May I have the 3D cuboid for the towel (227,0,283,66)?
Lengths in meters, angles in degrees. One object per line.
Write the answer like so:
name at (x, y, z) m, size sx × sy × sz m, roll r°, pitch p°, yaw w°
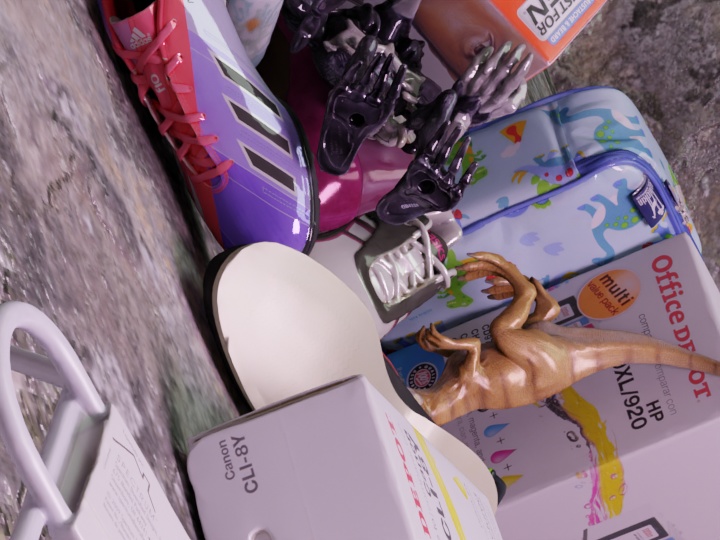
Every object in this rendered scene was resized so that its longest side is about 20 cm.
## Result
towel at (-0.079, -0.221, 1.289) m, size 0.171 × 0.048 × 0.200 m, roll 108°, pitch -37°, yaw -55°

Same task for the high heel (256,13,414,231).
high heel at (-0.054, -0.094, 1.363) m, size 0.200 × 0.096 × 0.068 m, roll 46°, pitch -48°, yaw 39°

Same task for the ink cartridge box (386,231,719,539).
ink cartridge box at (0.132, 0.105, 1.479) m, size 0.148 × 0.199 × 0.145 m, roll -102°, pitch 166°, yaw -47°

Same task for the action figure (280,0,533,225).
action figure at (0.022, -0.102, 1.274) m, size 0.119 × 0.102 × 0.200 m, roll 39°, pitch 19°, yaw -19°

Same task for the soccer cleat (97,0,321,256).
soccer cleat at (-0.080, -0.089, 1.211) m, size 0.073 × 0.068 × 0.201 m, roll -3°, pitch 70°, yaw -61°

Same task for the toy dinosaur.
toy dinosaur at (0.097, 0.044, 1.399) m, size 0.060 × 0.199 × 0.107 m, roll 95°, pitch -20°, yaw -62°

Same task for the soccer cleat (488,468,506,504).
soccer cleat at (0.058, 0.182, 1.266) m, size 0.068 × 0.081 × 0.201 m, roll 53°, pitch 17°, yaw -54°

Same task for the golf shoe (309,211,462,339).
golf shoe at (0.000, 0.000, 1.347) m, size 0.200 × 0.088 × 0.077 m, roll -69°, pitch 137°, yaw -74°

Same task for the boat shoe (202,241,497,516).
boat shoe at (-0.014, 0.060, 1.222) m, size 0.063 × 0.074 × 0.201 m, roll 19°, pitch -25°, yaw 53°

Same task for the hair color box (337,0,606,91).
hair color box at (0.020, -0.177, 1.357) m, size 0.200 × 0.064 × 0.111 m, roll 45°, pitch -30°, yaw -6°

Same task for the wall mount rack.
wall mount rack at (-0.081, 0.092, 0.774) m, size 0.174 × 0.074 × 0.200 m, roll -82°, pitch 149°, yaw -64°

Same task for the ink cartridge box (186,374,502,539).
ink cartridge box at (0.013, 0.146, 1.101) m, size 0.200 × 0.083 × 0.146 m, roll 47°, pitch 23°, yaw -64°

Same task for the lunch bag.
lunch bag at (0.093, -0.010, 1.526) m, size 0.161 × 0.199 × 0.083 m, roll 57°, pitch 15°, yaw -48°
